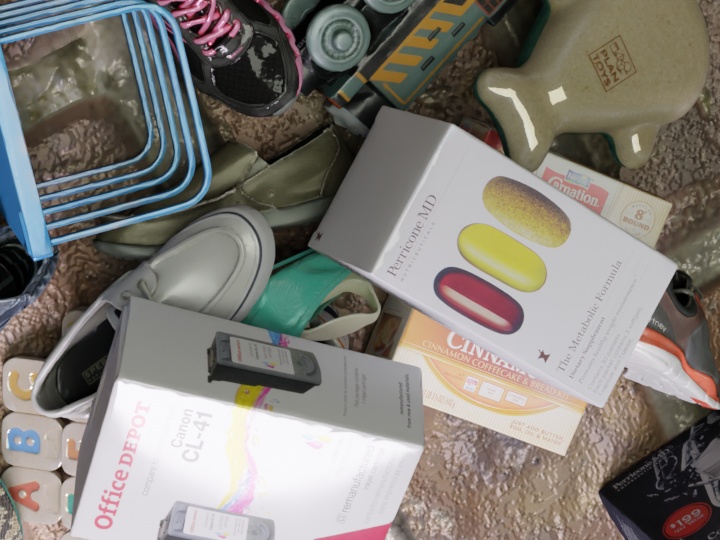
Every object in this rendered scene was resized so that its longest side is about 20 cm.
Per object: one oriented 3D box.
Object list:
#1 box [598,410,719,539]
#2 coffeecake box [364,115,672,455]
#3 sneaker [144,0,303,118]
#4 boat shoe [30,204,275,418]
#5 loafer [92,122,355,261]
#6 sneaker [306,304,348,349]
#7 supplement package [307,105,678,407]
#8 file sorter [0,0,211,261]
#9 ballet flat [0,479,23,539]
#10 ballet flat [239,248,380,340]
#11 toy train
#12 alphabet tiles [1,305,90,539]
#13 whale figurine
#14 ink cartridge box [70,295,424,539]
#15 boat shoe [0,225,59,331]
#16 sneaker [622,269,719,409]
[{"bbox_3d":[0.307,0.176,1.461,0.200,0.182,0.104,-33,108,-5],"label":"box"},{"bbox_3d":[0.111,0.011,1.431,0.153,0.073,0.201,21,96,-16],"label":"coffeecake box"},{"bbox_3d":[-0.116,-0.181,1.296,0.079,0.095,0.200,-39,91,9],"label":"sneaker"},{"bbox_3d":[-0.141,0.031,1.299,0.200,0.066,0.072,-35,84,22],"label":"boat shoe"},{"bbox_3d":[-0.093,-0.055,1.372,0.199,0.075,0.070,-16,100,-19],"label":"loafer"},{"bbox_3d":[-0.105,0.052,1.385,0.199,0.079,0.079,-7,105,-11],"label":"sneaker"},{"bbox_3d":[0.087,-0.010,1.306,0.200,0.109,0.114,29,88,-26],"label":"supplement package"},{"bbox_3d":[-0.183,-0.105,1.268,0.122,0.200,0.139,-15,106,-14],"label":"file sorter"},{"bbox_3d":[-0.294,0.128,1.354,0.068,0.075,0.201,-11,108,22],"label":"ballet flat"},{"bbox_3d":[0.000,0.000,1.367,0.200,0.067,0.070,-34,80,-31],"label":"ballet flat"},{"bbox_3d":[0.033,-0.185,1.367,0.114,0.085,0.200,41,90,-28],"label":"toy train"},{"bbox_3d":[-0.161,0.127,1.369,0.195,0.015,0.201,6,103,16],"label":"alphabet tiles"},{"bbox_3d":[0.149,-0.140,1.372,0.200,0.104,0.159,-36,106,-29],"label":"whale figurine"},{"bbox_3d":[-0.073,0.117,1.270,0.199,0.086,0.148,13,125,-11],"label":"ink cartridge box"},{"bbox_3d":[-0.281,0.036,1.277,0.071,0.091,0.200,49,47,-6],"label":"boat shoe"},{"bbox_3d":[0.229,0.045,1.424,0.077,0.200,0.082,19,82,23],"label":"sneaker"}]
